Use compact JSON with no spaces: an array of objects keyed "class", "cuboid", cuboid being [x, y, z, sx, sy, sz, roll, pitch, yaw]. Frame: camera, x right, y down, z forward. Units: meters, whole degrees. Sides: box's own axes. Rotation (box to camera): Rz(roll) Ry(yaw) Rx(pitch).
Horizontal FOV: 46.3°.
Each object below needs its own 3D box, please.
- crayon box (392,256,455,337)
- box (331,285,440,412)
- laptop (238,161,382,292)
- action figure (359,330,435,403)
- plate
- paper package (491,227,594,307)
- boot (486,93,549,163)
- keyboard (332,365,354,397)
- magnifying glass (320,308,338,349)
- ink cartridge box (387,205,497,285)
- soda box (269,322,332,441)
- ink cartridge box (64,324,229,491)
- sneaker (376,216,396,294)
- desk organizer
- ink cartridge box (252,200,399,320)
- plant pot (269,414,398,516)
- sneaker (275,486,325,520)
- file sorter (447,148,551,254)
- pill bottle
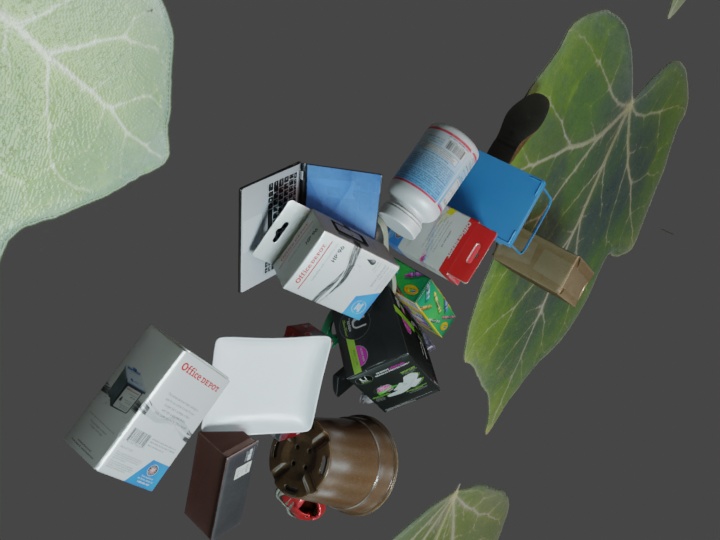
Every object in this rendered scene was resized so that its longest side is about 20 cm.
[{"class":"crayon box","cuboid":[0.107,0.052,1.678,0.059,0.118,0.200,-54,150,-8]},{"class":"box","cuboid":[0.048,0.150,1.567,0.123,0.150,0.200,-23,148,11]},{"class":"laptop","cuboid":[-0.080,-0.057,1.306,0.199,0.115,0.189,-30,138,-41]},{"class":"action figure","cuboid":[0.070,0.211,1.793,0.200,0.069,0.130,-43,167,-10]},{"class":"plate","cuboid":[-0.161,0.187,1.406,0.197,0.032,0.202,1,118,-23]},{"class":"paper package","cuboid":[0.448,-0.014,2.057,0.104,0.199,0.190,-61,151,3]},{"class":"boot","cuboid":[0.329,-0.288,1.792,0.201,0.073,0.075,-53,168,-4]},{"class":"keyboard","cuboid":[0.013,0.168,1.733,0.199,0.020,0.128,-38,149,-36]},{"class":"magnifying glass","cuboid":[-0.070,0.139,1.585,0.201,0.022,0.080,-55,149,-13]},{"class":"ink cartridge box","cuboid":[0.156,-0.055,1.579,0.117,0.199,0.067,-57,149,-4]},{"class":"soda box","cuboid":[-0.120,0.198,1.507,0.063,0.070,0.202,-3,119,-55]},{"class":"ink cartridge box","cuboid":[-0.302,0.200,1.218,0.201,0.085,0.147,-56,150,-11]},{"class":"sneaker","cuboid":[0.000,0.000,1.530,0.106,0.074,0.202,-35,133,-28]},{"class":"desk organizer","cuboid":[-0.241,0.357,1.439,0.071,0.077,0.202,-22,137,-46]},{"class":"ink cartridge box","cuboid":[-0.053,-0.013,1.299,0.199,0.068,0.116,24,111,-35]},{"class":"plant pot","cuboid":[-0.062,0.370,1.641,0.197,0.199,0.202,24,95,-51]},{"class":"sneaker","cuboid":[-0.113,0.491,1.752,0.077,0.084,0.200,-52,149,-11]},{"class":"file sorter","cuboid":[0.258,-0.138,1.670,0.140,0.199,0.123,-60,154,0]},{"class":"pill bottle","cuboid":[0.119,-0.160,1.526,0.201,0.108,0.109,-54,149,-9]}]
